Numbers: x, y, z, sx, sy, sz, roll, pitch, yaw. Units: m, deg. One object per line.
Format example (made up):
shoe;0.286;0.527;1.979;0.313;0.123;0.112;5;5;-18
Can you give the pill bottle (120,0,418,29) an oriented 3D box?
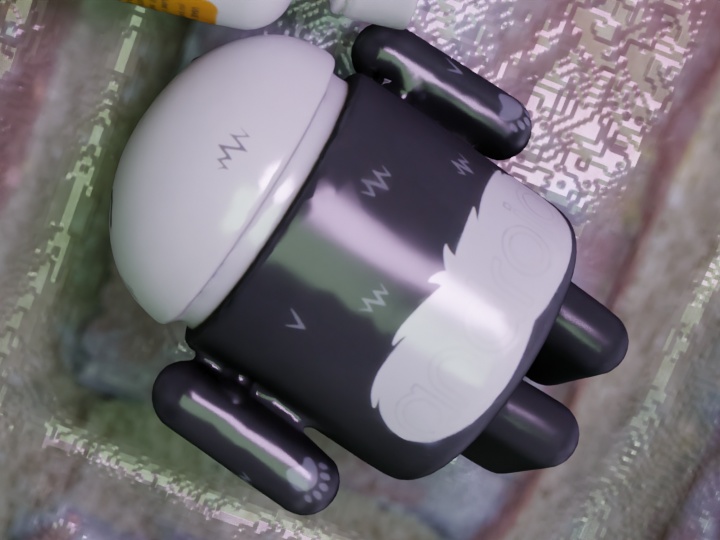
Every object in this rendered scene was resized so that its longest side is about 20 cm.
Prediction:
pill bottle;-0.070;-0.150;0.728;0.198;0.111;0.112;13;105;-5

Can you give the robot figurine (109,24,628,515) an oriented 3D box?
robot figurine;0.000;-0.001;0.768;0.199;0.151;0.125;33;125;-10
